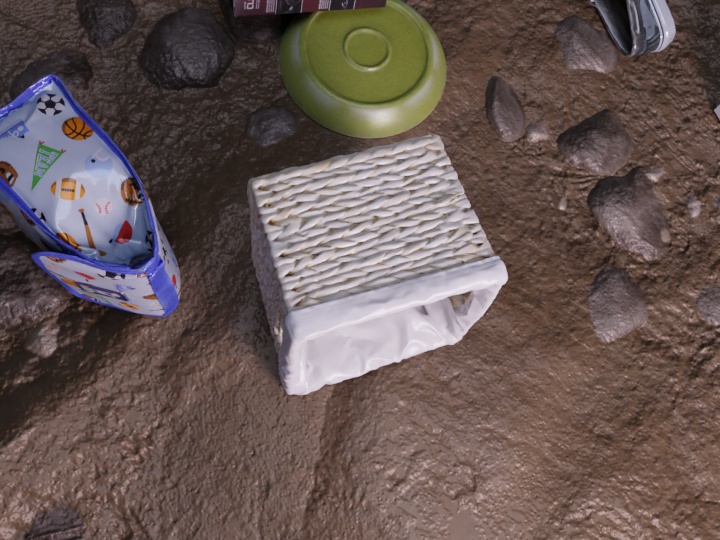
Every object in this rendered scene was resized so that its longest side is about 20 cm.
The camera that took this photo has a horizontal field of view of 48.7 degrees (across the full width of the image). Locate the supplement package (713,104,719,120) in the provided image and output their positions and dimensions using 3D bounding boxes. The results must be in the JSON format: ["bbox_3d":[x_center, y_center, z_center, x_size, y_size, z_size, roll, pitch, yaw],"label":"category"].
[{"bbox_3d":[0.570,-0.170,0.921,0.200,0.147,0.191,-19,76,-14],"label":"supplement package"}]

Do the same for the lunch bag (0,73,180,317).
[{"bbox_3d":[-0.252,-0.047,0.745,0.124,0.170,0.200,-43,83,-16],"label":"lunch bag"}]

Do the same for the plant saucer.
[{"bbox_3d":[0.006,-0.250,0.926,0.200,0.031,0.200,2,71,-7],"label":"plant saucer"}]

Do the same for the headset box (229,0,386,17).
[{"bbox_3d":[-0.080,-0.368,0.903,0.200,0.077,0.149,-8,57,-17],"label":"headset box"}]

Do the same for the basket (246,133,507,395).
[{"bbox_3d":[0.000,0.000,0.756,0.200,0.198,0.161,-17,71,-13],"label":"basket"}]

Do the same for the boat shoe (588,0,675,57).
[{"bbox_3d":[0.315,-0.357,0.984,0.071,0.072,0.200,-23,78,-19],"label":"boat shoe"}]
